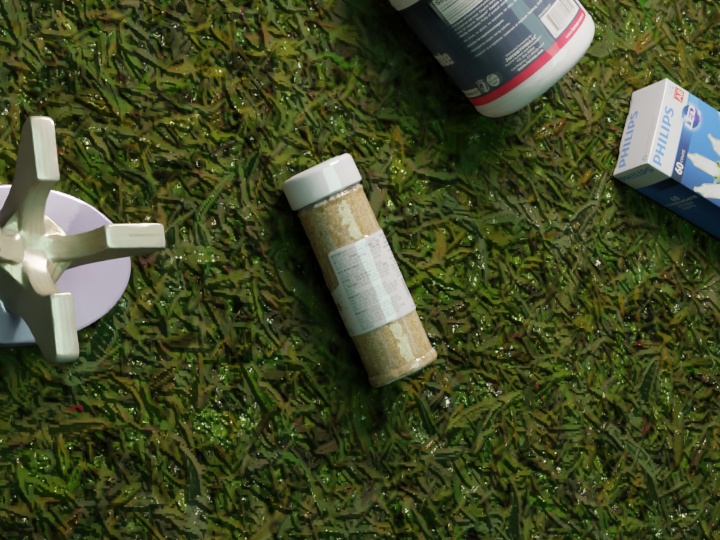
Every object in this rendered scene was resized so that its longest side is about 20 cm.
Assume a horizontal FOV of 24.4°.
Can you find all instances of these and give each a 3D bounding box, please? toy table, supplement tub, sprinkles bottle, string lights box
[{"bbox_3d":[-0.253,-0.015,1.285,0.199,0.117,0.185,-16,88,-34],"label":"toy table"},{"bbox_3d":[0.112,-0.259,1.569,0.200,0.140,0.141,49,58,-14],"label":"supplement tub"},{"bbox_3d":[0.000,0.000,1.477,0.068,0.068,0.201,-26,94,-35],"label":"sprinkles bottle"},{"bbox_3d":[0.364,-0.106,1.749,0.199,0.059,0.104,27,67,-26],"label":"string lights box"}]
